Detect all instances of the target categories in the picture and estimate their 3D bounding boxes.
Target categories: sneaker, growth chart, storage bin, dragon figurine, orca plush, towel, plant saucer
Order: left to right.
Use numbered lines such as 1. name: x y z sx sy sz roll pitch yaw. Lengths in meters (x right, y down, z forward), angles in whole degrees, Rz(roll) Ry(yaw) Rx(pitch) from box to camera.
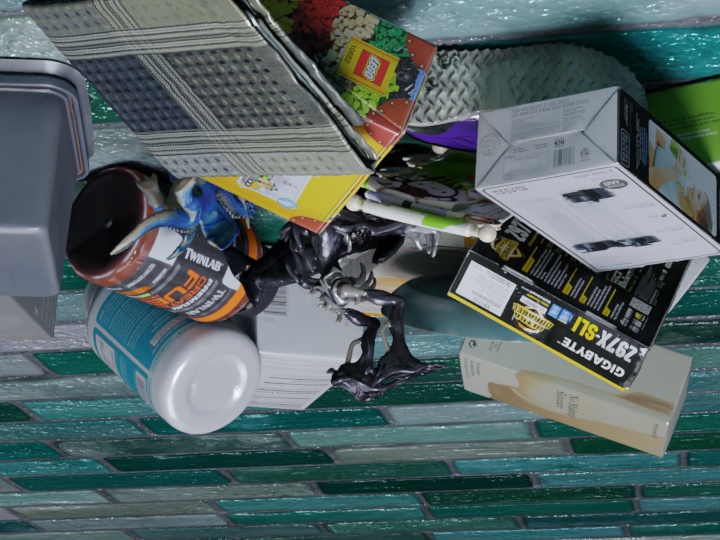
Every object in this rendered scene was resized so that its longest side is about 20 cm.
1. storage bin: -0.290 -0.066 1.440 0.145 0.134 0.200 2 159 -5
2. dragon figurine: -0.137 -0.044 1.493 0.059 0.200 0.100 -10 120 20
3. towel: -0.102 -0.128 1.207 0.200 0.035 0.193 3 146 39
4. orca plush: -0.032 -0.051 1.524 0.200 0.105 0.071 -20 145 19
5. growth chart: 0.073 -0.065 1.407 0.145 0.018 0.200 12 -158 23
6. plant saucer: 0.117 0.028 1.531 0.200 0.027 0.200 3 -170 -1
7. sneaker: 0.117 -0.125 1.379 0.200 0.070 0.100 5 165 6

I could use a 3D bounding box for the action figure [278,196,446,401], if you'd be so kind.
1. action figure: 0.000 0.000 1.454 0.102 0.200 0.119 -7 163 -38

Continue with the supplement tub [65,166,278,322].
1. supplement tub: -0.160 -0.016 1.620 0.107 0.107 0.200 -15 156 36

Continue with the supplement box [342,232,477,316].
1. supplement box: 0.059 -0.020 1.649 0.126 0.074 0.200 5 160 -19

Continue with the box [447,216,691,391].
1. box: 0.175 0.003 1.468 0.160 0.200 0.049 27 118 7

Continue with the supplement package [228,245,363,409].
1. supplement package: -0.080 0.062 1.826 0.109 0.114 0.200 5 159 -18

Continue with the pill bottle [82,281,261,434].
1. pill bottle: -0.190 0.065 1.740 0.111 0.111 0.200 21 -169 -45

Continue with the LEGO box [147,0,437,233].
1. LEGO box: -0.054 -0.121 1.300 0.149 0.077 0.200 26 155 -9

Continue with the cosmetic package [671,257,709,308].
1. cosmetic package: 0.234 0.019 1.681 0.108 0.085 0.200 41 160 7

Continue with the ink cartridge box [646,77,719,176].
1. ink cartridge box: 0.231 -0.079 1.481 0.200 0.076 0.148 -11 157 27

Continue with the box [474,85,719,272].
1. box: 0.181 -0.062 1.334 0.117 0.060 0.200 -9 157 33

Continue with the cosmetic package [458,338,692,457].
1. cosmetic package: 0.196 0.095 1.657 0.200 0.071 0.105 18 160 15

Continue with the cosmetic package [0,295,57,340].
1. cosmetic package: -0.340 -0.013 1.634 0.090 0.107 0.200 -1 162 5
